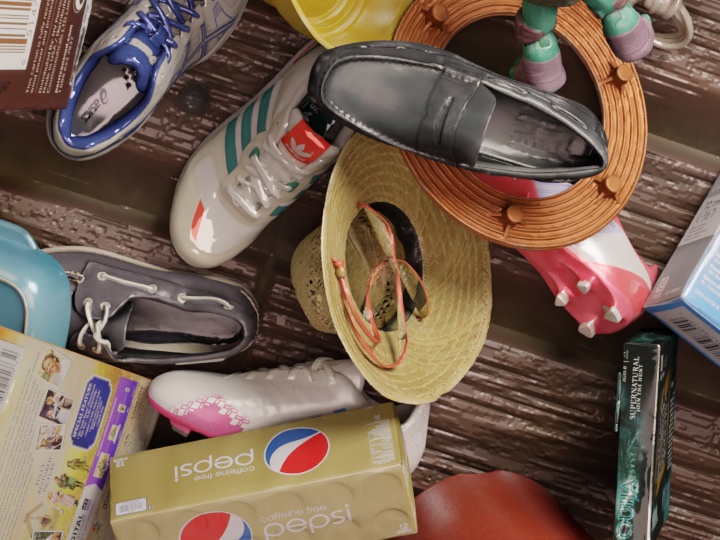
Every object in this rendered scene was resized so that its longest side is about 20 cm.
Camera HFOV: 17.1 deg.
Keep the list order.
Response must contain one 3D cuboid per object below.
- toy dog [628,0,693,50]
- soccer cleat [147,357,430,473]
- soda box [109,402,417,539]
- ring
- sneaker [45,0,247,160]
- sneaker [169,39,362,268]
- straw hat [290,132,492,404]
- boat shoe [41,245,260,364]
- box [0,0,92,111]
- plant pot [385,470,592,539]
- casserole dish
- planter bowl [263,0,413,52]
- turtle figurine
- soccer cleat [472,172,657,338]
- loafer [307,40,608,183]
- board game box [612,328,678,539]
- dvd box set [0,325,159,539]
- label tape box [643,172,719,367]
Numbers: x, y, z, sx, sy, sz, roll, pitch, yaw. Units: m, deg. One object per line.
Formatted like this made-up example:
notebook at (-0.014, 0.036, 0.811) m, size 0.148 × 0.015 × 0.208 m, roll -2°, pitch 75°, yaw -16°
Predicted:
toy dog at (0.176, -0.249, 1.608) m, size 0.199 × 0.132 × 0.097 m, roll 29°, pitch 58°, yaw -15°
soccer cleat at (-0.045, 0.088, 1.657) m, size 0.199 × 0.070 × 0.087 m, roll 17°, pitch 107°, yaw -17°
soda box at (-0.065, 0.151, 1.612) m, size 0.199 × 0.064 × 0.068 m, roll -11°, pitch 129°, yaw 3°
ring at (0.109, -0.112, 1.611) m, size 0.200 × 0.019 × 0.201 m, roll 7°, pitch 72°, yaw -23°
sneaker at (-0.133, -0.151, 1.594) m, size 0.075 × 0.088 × 0.200 m, roll 35°, pitch 94°, yaw -9°
sneaker at (-0.057, -0.081, 1.611) m, size 0.070 × 0.093 × 0.200 m, roll 42°, pitch 94°, yaw -11°
straw hat at (0.000, 0.000, 1.626) m, size 0.085 × 0.201 × 0.202 m, roll -12°, pitch 105°, yaw 36°
boat shoe at (-0.167, 0.028, 1.635) m, size 0.199 × 0.063 × 0.073 m, roll 5°, pitch 103°, yaw -6°
box at (-0.284, -0.201, 1.497) m, size 0.199 × 0.164 × 0.167 m, roll 17°, pitch 100°, yaw 15°
plant pot at (0.104, 0.243, 1.615) m, size 0.200 × 0.195 × 0.202 m, roll -6°, pitch 115°, yaw -13°
casserole dish at (-0.265, 0.064, 1.618) m, size 0.121 × 0.039 × 0.201 m, roll 18°, pitch 105°, yaw 12°
planter bowl at (-0.040, -0.236, 1.567) m, size 0.083 × 0.200 × 0.201 m, roll 0°, pitch 103°, yaw 30°
turtle figurine at (0.118, -0.209, 1.523) m, size 0.149 × 0.101 × 0.200 m, roll -8°, pitch 132°, yaw 18°
soccer cleat at (0.129, -0.044, 1.658) m, size 0.200 × 0.076 × 0.067 m, roll 50°, pitch 136°, yaw -8°
loafer at (0.065, -0.100, 1.528) m, size 0.200 × 0.070 × 0.068 m, roll 14°, pitch 104°, yaw -15°
board game box at (0.192, 0.111, 1.613) m, size 0.028 × 0.200 × 0.136 m, roll 3°, pitch 91°, yaw 11°
dvd box set at (-0.216, 0.121, 1.583) m, size 0.029 × 0.200 × 0.147 m, roll 14°, pitch 84°, yaw 34°
label tape box at (0.308, -0.015, 1.671) m, size 0.143 × 0.066 × 0.200 m, roll 36°, pitch 69°, yaw -11°
